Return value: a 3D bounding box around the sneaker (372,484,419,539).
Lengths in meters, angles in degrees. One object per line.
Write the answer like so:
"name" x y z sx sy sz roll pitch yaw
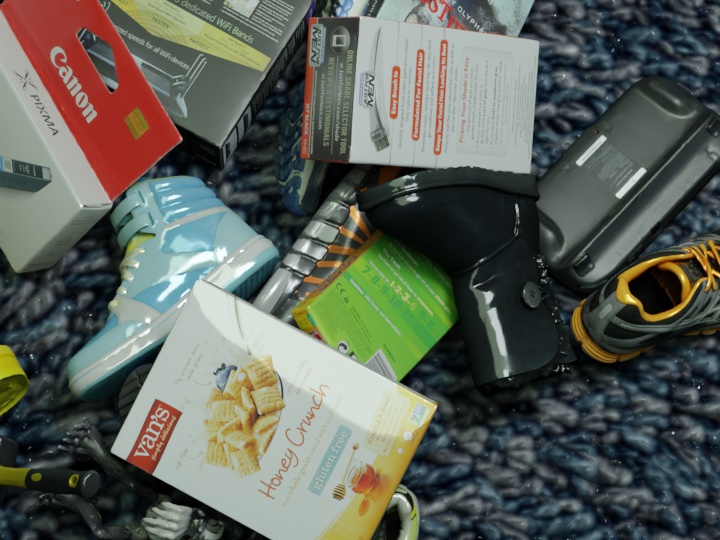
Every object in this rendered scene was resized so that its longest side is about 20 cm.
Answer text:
"sneaker" -0.013 0.249 1.490 0.075 0.076 0.201 19 74 2

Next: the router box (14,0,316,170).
"router box" -0.160 -0.201 1.638 0.199 0.052 0.158 30 73 7

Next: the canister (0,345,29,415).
"canister" -0.372 0.045 1.535 0.148 0.087 0.200 -33 75 -12

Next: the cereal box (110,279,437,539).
"cereal box" -0.062 0.114 1.438 0.199 0.040 0.145 27 91 3

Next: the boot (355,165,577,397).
"boot" 0.088 0.010 1.517 0.076 0.199 0.169 -19 78 38

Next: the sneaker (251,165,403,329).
"sneaker" 0.000 0.000 1.579 0.112 0.078 0.201 36 75 -3

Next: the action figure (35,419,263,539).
"action figure" -0.152 0.206 1.479 0.199 0.102 0.119 35 110 12

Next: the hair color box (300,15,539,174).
"hair color box" 0.049 -0.135 1.550 0.199 0.064 0.112 2 94 -44

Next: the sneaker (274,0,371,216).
"sneaker" -0.008 -0.136 1.612 0.085 0.077 0.201 18 86 -18

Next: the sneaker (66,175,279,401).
"sneaker" -0.176 0.005 1.561 0.200 0.080 0.131 -37 79 -23

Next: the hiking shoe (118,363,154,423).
"hiking shoe" -0.085 0.126 1.511 0.199 0.101 0.076 31 95 2

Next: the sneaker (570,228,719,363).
"sneaker" 0.263 0.011 1.568 0.199 0.077 0.078 -26 72 -25

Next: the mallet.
"mallet" -0.248 0.163 1.459 0.041 0.200 0.066 25 81 -31

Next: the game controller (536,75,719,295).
"game controller" 0.215 -0.073 1.628 0.104 0.042 0.200 39 74 24

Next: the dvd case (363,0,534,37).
"dvd case" 0.066 -0.197 1.615 0.022 0.146 0.201 5 63 47

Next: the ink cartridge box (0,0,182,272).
"ink cartridge box" -0.255 -0.130 1.565 0.176 0.045 0.201 -40 74 29

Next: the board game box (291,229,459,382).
"board game box" 0.031 0.017 1.531 0.200 0.030 0.096 -42 109 -40
